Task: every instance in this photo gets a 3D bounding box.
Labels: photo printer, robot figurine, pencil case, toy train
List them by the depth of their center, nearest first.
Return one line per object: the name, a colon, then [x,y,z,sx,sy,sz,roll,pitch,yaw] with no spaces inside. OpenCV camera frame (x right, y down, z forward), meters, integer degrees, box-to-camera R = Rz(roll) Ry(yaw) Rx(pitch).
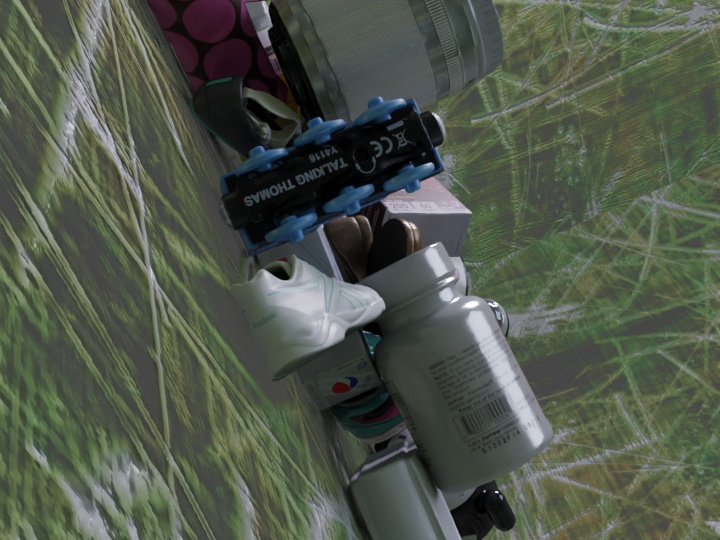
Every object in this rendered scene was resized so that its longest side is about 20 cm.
toy train: [-0.026,-0.080,0.875,0.114,0.200,0.087,153,-87,-81]
photo printer: [0.060,0.260,0.935,0.166,0.069,0.200,46,20,-84]
pencil case: [-0.136,-0.225,1.012,0.200,0.094,0.091,65,3,-46]
robot figurine: [0.099,0.254,1.232,0.200,0.150,0.125,65,15,-50]

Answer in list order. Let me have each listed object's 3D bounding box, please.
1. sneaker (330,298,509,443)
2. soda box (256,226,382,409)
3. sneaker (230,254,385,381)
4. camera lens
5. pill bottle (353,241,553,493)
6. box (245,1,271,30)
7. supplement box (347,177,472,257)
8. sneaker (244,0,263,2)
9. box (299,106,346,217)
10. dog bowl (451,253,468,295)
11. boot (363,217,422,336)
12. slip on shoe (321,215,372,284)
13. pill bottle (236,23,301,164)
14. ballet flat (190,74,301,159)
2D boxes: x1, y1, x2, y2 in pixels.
sneaker: [0.043,0.082,1.007,0.121,0.200,0.084,39,13,-52]
soda box: [-0.047,0.021,0.955,0.068,0.063,0.200,63,4,-59]
sneaker: [-0.037,0.023,0.801,0.080,0.070,0.200,57,14,4]
camera lens: [0.020,-0.229,1.020,0.160,0.200,0.160,156,-90,-88]
pill bottle: [0.076,0.083,0.916,0.200,0.114,0.114,63,2,2]
box: [-0.164,-0.316,1.282,0.200,0.097,0.124,59,8,-81]
supplement box: [0.035,-0.087,1.231,0.200,0.109,0.061,50,-45,51]
sneaker: [-0.131,-0.336,1.016,0.146,0.202,0.077,63,20,-47]
box: [-0.043,-0.145,1.114,0.039,0.041,0.200,39,47,-82]
dog bowl: [0.027,0.020,1.283,0.074,0.200,0.200,20,43,-59]
boot: [0.050,0.022,1.059,0.200,0.075,0.074,95,-23,-43]
slip on shoe: [0.000,0.000,1.127,0.200,0.061,0.076,63,5,-57]
pill bottle: [-0.096,-0.171,1.184,0.112,0.112,0.200,-108,174,-73]
ballet flat: [-0.077,-0.119,1.001,0.200,0.073,0.073,43,17,-40]
